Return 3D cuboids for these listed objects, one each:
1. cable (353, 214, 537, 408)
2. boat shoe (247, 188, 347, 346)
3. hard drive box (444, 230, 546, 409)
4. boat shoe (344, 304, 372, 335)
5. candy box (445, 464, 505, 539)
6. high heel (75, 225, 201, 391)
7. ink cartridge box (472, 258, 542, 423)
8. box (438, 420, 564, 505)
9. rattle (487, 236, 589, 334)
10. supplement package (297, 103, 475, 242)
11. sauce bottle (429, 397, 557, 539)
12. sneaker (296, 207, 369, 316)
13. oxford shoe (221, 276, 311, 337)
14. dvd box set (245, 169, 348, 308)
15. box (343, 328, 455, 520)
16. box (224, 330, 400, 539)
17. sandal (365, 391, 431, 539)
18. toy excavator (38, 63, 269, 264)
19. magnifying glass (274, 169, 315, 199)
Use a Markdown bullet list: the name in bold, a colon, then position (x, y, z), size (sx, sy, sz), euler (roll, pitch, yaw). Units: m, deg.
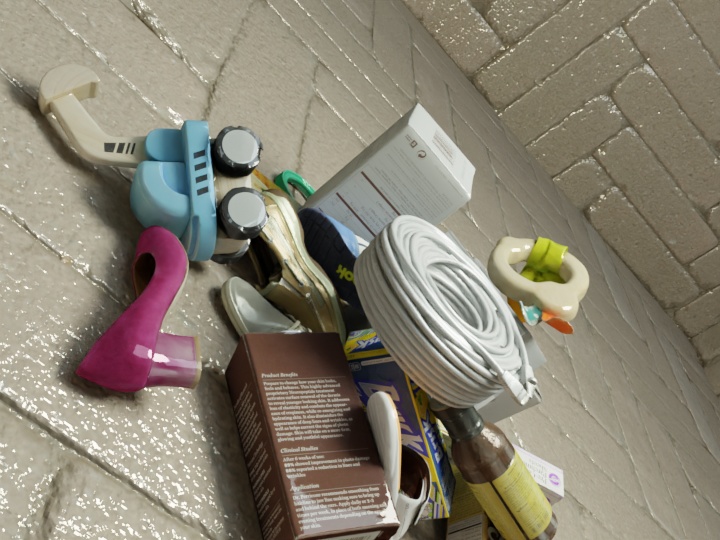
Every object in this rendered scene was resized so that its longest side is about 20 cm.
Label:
- **cable**: position (0.080, 0.039, 0.838), size (0.200, 0.069, 0.200), euler (40, 26, -17)
- **boat shoe**: position (-0.085, 0.013, 0.932), size (0.076, 0.072, 0.200), euler (-33, 98, -47)
- **hard drive box**: position (0.106, 0.072, 1.051), size (0.077, 0.156, 0.200), euler (51, 6, -47)
- **boat shoe**: position (0.014, 0.087, 0.985), size (0.057, 0.069, 0.200), euler (35, 14, -19)
- **candy box**: position (0.151, 0.305, 0.957), size (0.117, 0.056, 0.200), euler (47, 32, -26)
- **high heel**: position (-0.199, 0.024, 0.723), size (0.096, 0.067, 0.200), euler (10, 42, -29)
- **ink cartridge box**: position (0.135, 0.106, 1.122), size (0.086, 0.147, 0.200), euler (47, 21, -47)
- **box**: position (0.136, 0.204, 0.943), size (0.200, 0.039, 0.041), euler (30, 39, -11)
- **rattle**: position (0.206, 0.055, 1.029), size (0.130, 0.143, 0.200), euler (19, 33, -17)
- **supplement package**: position (0.028, -0.089, 1.042), size (0.117, 0.200, 0.117), euler (47, 23, -12)
- **sauce bottle**: position (0.137, 0.204, 0.879), size (0.200, 0.065, 0.065), euler (59, 19, -20)
- **sneaker**: position (0.000, 0.000, 0.976), size (0.200, 0.074, 0.082), euler (40, 21, 18)
- **oxford shoe**: position (-0.068, 0.081, 0.884), size (0.200, 0.058, 0.075), euler (50, 24, -5)
- **dvd box set**: position (-0.097, -0.046, 1.044), size (0.200, 0.029, 0.147), euler (38, 27, -33)
- **box**: position (0.039, 0.158, 0.866), size (0.064, 0.070, 0.200), euler (-65, 141, -64)
- **box**: position (-0.049, 0.154, 0.753), size (0.100, 0.075, 0.200), euler (2, 52, -28)
- **sandal**: position (0.039, 0.190, 0.788), size (0.079, 0.059, 0.207), euler (-111, -163, -44)
- **toy excavator**: position (-0.203, -0.104, 0.820), size (0.199, 0.100, 0.195), euler (-2, 74, -24)
- **magnifying glass**: position (-0.045, -0.061, 1.182), size (0.200, 0.022, 0.080), euler (48, 23, -16)
